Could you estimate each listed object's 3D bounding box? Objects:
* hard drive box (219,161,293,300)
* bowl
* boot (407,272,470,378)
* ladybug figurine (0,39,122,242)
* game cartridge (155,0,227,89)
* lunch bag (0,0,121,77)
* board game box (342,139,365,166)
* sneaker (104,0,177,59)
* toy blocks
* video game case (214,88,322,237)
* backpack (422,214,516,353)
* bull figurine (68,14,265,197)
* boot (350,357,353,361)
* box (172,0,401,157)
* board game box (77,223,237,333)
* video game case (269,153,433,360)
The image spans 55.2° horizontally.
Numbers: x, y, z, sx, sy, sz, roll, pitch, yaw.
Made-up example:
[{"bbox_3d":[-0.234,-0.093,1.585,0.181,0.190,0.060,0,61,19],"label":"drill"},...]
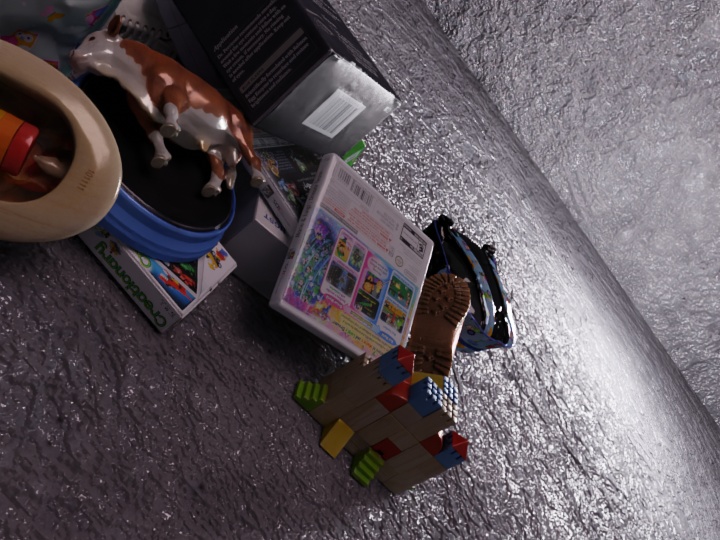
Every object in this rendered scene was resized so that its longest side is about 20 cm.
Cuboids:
[{"bbox_3d":[-0.085,-0.055,0.836,0.156,0.076,0.201,40,30,-30],"label":"hard drive box"},{"bbox_3d":[-0.199,-0.103,0.654,0.200,0.039,0.202,43,27,-28],"label":"bowl"},{"bbox_3d":[0.096,0.097,0.927,0.108,0.074,0.201,92,16,-49],"label":"boot"},{"bbox_3d":[-0.276,-0.098,0.511,0.199,0.137,0.072,31,-12,-18],"label":"ladybug figurine"},{"bbox_3d":[-0.196,-0.284,0.859,0.201,0.041,0.134,68,6,-48],"label":"game cartridge"},{"bbox_3d":[-0.284,-0.307,0.622,0.121,0.200,0.172,7,54,-46],"label":"lunch bag"},{"bbox_3d":[-0.079,-0.227,0.979,0.201,0.040,0.153,57,-18,1],"label":"board game box"},{"bbox_3d":[-0.255,-0.281,0.798,0.085,0.073,0.200,50,25,-7],"label":"sneaker"},{"bbox_3d":[0.045,0.157,0.752,0.200,0.136,0.100,47,27,-19],"label":"toy blocks"},{"bbox_3d":[-0.081,-0.135,0.824,0.183,0.023,0.200,56,25,2],"label":"video game case"},{"bbox_3d":[0.151,0.043,1.069,0.182,0.134,0.202,25,39,-48],"label":"backpack"},{"bbox_3d":[-0.168,-0.144,0.636,0.199,0.065,0.122,22,42,-51],"label":"bull figurine"},{"bbox_3d":[0.019,0.036,0.842,0.139,0.077,0.202,-58,141,-58],"label":"boot"},{"bbox_3d":[-0.079,-0.249,0.778,0.201,0.117,0.196,57,18,16],"label":"box"},{"bbox_3d":[-0.213,-0.052,0.654,0.201,0.034,0.126,52,25,-9],"label":"board game box"},{"bbox_3d":[0.000,0.000,0.775,0.200,0.024,0.184,37,62,-40],"label":"video game case"}]
